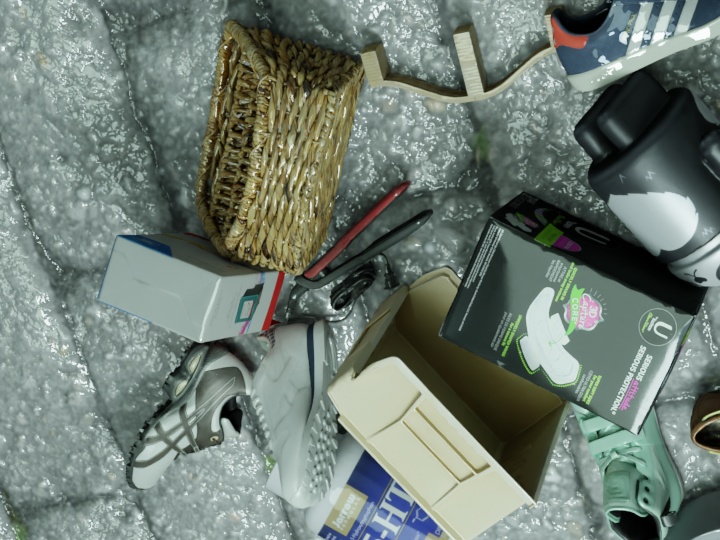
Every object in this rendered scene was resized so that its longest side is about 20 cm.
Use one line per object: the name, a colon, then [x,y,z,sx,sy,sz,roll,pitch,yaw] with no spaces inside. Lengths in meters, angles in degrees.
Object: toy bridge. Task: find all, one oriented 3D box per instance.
toy bridge: [0.102,-0.191,1.469,0.198,0.027,0.068,-8,112,19]

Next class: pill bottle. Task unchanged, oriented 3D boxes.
pill bottle: [0.010,0.229,1.620,0.199,0.120,0.120,29,117,3]

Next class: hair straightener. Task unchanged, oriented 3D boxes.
hair straightener: [0.000,0.000,1.568,0.200,0.041,0.077,-41,92,27]

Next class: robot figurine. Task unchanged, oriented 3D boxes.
robot figurine: [0.279,-0.077,1.408,0.125,0.150,0.200,-41,99,15]

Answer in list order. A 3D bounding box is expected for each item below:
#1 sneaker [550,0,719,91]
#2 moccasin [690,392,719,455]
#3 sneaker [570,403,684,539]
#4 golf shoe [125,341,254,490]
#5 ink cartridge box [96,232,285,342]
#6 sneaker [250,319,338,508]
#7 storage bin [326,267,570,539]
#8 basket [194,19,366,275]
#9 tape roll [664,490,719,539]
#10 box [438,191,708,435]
sneaker: [0.254,-0.232,1.374,0.199,0.075,0.085,-26,109,18]
moccasin: [0.408,0.141,1.491,0.199,0.078,0.074,1,109,16]
sneaker: [0.248,0.171,1.528,0.073,0.118,0.201,-26,102,26]
golf shoe: [-0.177,0.167,1.673,0.094,0.078,0.201,31,118,1]
ink cartridge box: [-0.151,0.013,1.538,0.115,0.200,0.068,21,99,17]
sneaker: [-0.067,0.142,1.564,0.080,0.201,0.077,-5,142,10]
storage bin: [0.085,0.121,1.509,0.199,0.200,0.094,47,119,-7]
basket: [-0.095,-0.111,1.495,0.148,0.143,0.201,18,116,7]
tape roll: [0.383,0.312,1.566,0.198,0.066,0.202,5,120,10]
box: [0.197,0.034,1.451,0.199,0.148,0.125,27,108,11]
